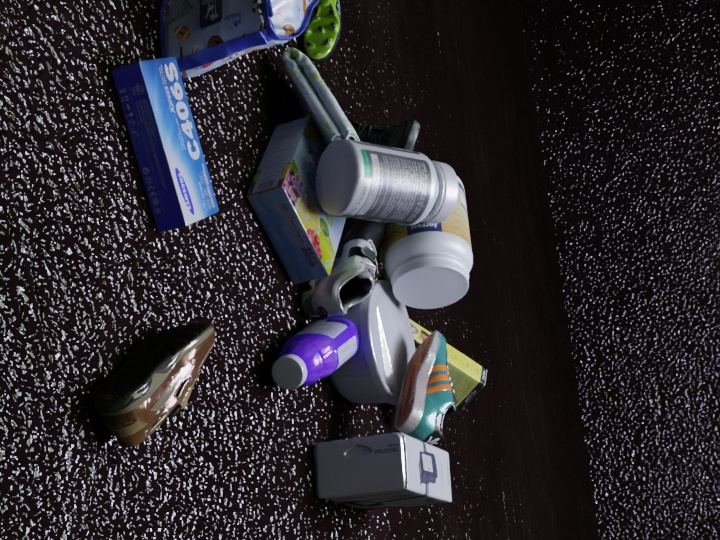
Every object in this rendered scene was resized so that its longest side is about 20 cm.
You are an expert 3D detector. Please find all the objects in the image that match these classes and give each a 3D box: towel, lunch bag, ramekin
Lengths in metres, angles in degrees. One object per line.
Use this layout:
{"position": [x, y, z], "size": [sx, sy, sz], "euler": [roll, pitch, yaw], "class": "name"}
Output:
{"position": [-0.050, -0.232, 1.765], "size": [0.200, 0.048, 0.171], "euler": [59, -5, 29], "class": "towel"}
{"position": [-0.163, -0.339, 1.480], "size": [0.124, 0.169, 0.200], "euler": [60, 27, -32], "class": "lunch bag"}
{"position": [0.012, 0.120, 1.801], "size": [0.202, 0.094, 0.203], "euler": [-11, 90, -70], "class": "ramekin"}

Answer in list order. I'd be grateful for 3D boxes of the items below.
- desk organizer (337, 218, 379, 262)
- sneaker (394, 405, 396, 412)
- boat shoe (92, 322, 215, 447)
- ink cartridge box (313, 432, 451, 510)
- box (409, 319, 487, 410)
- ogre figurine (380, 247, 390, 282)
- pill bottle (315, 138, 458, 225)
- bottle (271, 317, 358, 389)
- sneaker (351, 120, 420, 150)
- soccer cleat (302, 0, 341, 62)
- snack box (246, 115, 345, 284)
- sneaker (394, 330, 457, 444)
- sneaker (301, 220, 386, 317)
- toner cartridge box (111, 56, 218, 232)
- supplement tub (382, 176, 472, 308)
{"position": [-0.011, -0.102, 1.884], "size": [0.072, 0.077, 0.201], "euler": [55, 30, -46], "class": "desk organizer"}
{"position": [0.076, 0.186, 1.997], "size": [0.072, 0.073, 0.200], "euler": [21, 36, -19], "class": "sneaker"}
{"position": [-0.220, 0.123, 1.234], "size": [0.200, 0.075, 0.074], "euler": [-45, 127, -56], "class": "boat shoe"}
{"position": [0.036, 0.304, 1.691], "size": [0.200, 0.144, 0.085], "euler": [35, 48, -61], "class": "ink cartridge box"}
{"position": [0.116, 0.154, 1.940], "size": [0.200, 0.075, 0.050], "euler": [32, 31, -8], "class": "box"}
{"position": [0.062, -0.050, 2.013], "size": [0.120, 0.098, 0.201], "euler": [-60, 162, -65], "class": "ogre figurine"}
{"position": [0.042, -0.127, 1.683], "size": [0.199, 0.113, 0.114], "euler": [6, 70, -35], "class": "pill bottle"}
{"position": [-0.067, 0.119, 1.608], "size": [0.200, 0.083, 0.066], "euler": [-34, 118, -69], "class": "bottle"}
{"position": [0.027, -0.218, 1.943], "size": [0.114, 0.199, 0.077], "euler": [25, 73, -14], "class": "sneaker"}
{"position": [-0.060, -0.425, 1.957], "size": [0.081, 0.067, 0.201], "euler": [72, 17, -53], "class": "soccer cleat"}
{"position": [-0.088, -0.109, 1.700], "size": [0.200, 0.067, 0.169], "euler": [-77, 148, -51], "class": "snack box"}
{"position": [0.111, 0.186, 1.757], "size": [0.080, 0.071, 0.201], "euler": [32, 47, -14], "class": "sneaker"}
{"position": [0.000, 0.000, 1.733], "size": [0.200, 0.088, 0.074], "euler": [-55, 132, -28], "class": "sneaker"}
{"position": [-0.235, -0.155, 1.372], "size": [0.095, 0.043, 0.201], "euler": [-37, 114, -66], "class": "toner cartridge box"}
{"position": [0.106, -0.054, 1.832], "size": [0.144, 0.144, 0.201], "euler": [52, 28, -50], "class": "supplement tub"}
